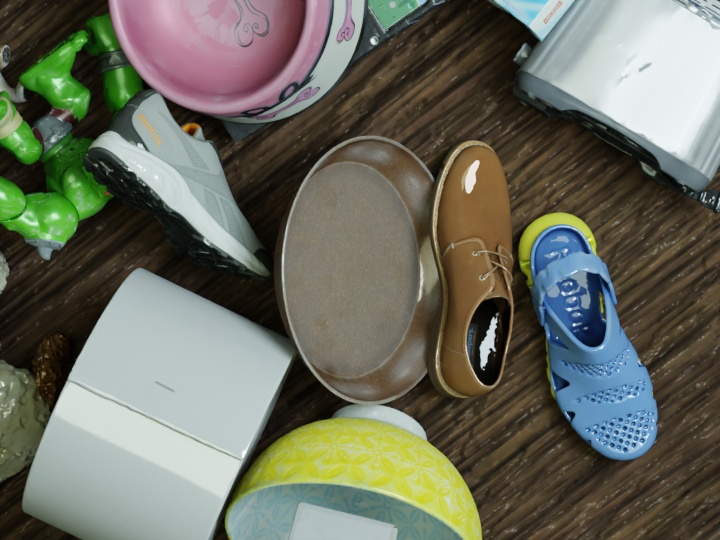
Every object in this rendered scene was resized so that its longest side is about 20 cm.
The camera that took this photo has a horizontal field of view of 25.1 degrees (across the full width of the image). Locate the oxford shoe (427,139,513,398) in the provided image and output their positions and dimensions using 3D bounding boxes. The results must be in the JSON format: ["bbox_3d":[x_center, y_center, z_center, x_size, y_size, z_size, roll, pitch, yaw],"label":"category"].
[{"bbox_3d":[0.096,-0.002,1.241,0.071,0.071,0.202,2,86,-23],"label":"oxford shoe"}]

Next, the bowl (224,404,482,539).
[{"bbox_3d":[0.003,0.169,1.243,0.198,0.201,0.108,13,54,2],"label":"bowl"}]

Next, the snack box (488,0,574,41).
[{"bbox_3d":[0.097,-0.275,1.204,0.200,0.037,0.116,42,96,26],"label":"snack box"}]

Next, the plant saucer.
[{"bbox_3d":[0.000,0.000,1.221,0.034,0.199,0.202,-1,97,41],"label":"plant saucer"}]

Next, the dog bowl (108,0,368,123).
[{"bbox_3d":[-0.098,-0.203,1.189,0.198,0.074,0.202,4,104,17],"label":"dog bowl"}]

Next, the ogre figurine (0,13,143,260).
[{"bbox_3d":[-0.227,-0.099,1.239,0.098,0.200,0.120,-22,113,39],"label":"ogre figurine"}]

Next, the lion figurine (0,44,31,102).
[{"bbox_3d":[-0.319,-0.213,1.255,0.121,0.072,0.202,10,101,13],"label":"lion figurine"}]

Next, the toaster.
[{"bbox_3d":[0.221,-0.146,1.213,0.199,0.114,0.130,30,94,1],"label":"toaster"}]

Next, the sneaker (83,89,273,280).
[{"bbox_3d":[-0.121,-0.057,1.220,0.073,0.200,0.080,10,64,39],"label":"sneaker"}]

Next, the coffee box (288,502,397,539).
[{"bbox_3d":[-0.029,0.276,1.210,0.079,0.201,0.114,13,55,3],"label":"coffee box"}]

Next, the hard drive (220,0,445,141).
[{"bbox_3d":[-0.052,-0.209,1.231,0.199,0.038,0.140,-33,92,24],"label":"hard drive"}]

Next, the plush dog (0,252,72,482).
[{"bbox_3d":[-0.317,0.094,1.258,0.200,0.161,0.172,-46,115,5],"label":"plush dog"}]

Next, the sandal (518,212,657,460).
[{"bbox_3d":[0.175,0.056,1.248,0.079,0.087,0.202,-24,96,3],"label":"sandal"}]

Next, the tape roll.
[{"bbox_3d":[-0.148,0.117,1.212,0.138,0.203,0.204,25,96,1],"label":"tape roll"}]
